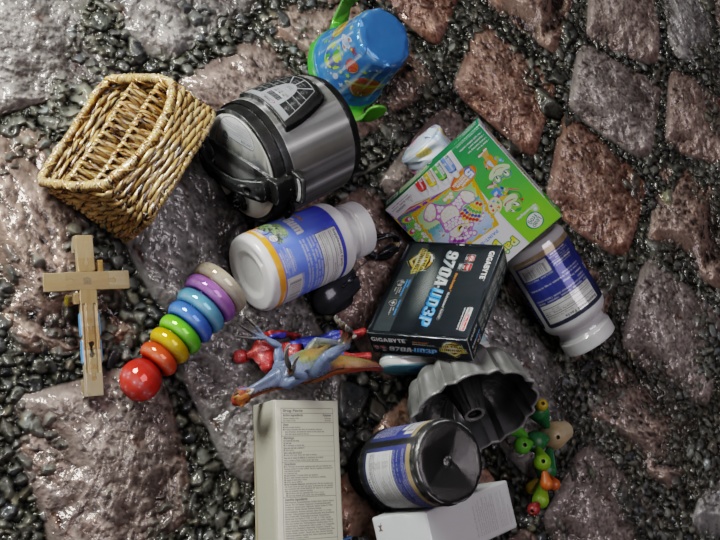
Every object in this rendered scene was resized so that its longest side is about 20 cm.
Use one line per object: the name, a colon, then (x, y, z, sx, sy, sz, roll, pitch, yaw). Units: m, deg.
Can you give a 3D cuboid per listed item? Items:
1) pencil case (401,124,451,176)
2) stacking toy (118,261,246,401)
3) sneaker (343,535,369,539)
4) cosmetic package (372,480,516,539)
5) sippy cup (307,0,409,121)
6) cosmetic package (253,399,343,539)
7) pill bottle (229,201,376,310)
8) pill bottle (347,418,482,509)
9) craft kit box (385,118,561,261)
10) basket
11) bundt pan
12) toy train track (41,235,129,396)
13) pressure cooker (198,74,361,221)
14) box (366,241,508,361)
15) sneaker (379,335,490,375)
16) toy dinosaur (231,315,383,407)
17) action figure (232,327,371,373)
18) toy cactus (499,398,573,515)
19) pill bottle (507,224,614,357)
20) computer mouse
pencil case: (0.156, -0.139, 1.535, 0.200, 0.091, 0.083, 46, 71, -12)
stacking toy: (-0.241, 0.085, 1.243, 0.085, 0.085, 0.200, 46, 64, -13)
sneaker: (0.021, 0.458, 1.301, 0.082, 0.071, 0.202, -20, 85, -28)
cosmetic package: (0.122, 0.356, 1.345, 0.199, 0.101, 0.072, -4, 78, -48)
sippy cup: (0.005, -0.333, 1.471, 0.178, 0.130, 0.140, 51, 57, -9)
cosmetic package: (-0.085, 0.279, 1.283, 0.102, 0.073, 0.203, 6, 73, -30)
pill bottle: (-0.076, -0.029, 1.349, 0.199, 0.112, 0.113, -25, 91, -34)
pill bottle: (0.066, 0.267, 1.303, 0.111, 0.199, 0.113, 8, 73, -29)
craft kit box: (0.174, -0.095, 1.486, 0.197, 0.200, 0.049, 44, 18, -15)
basket: (-0.298, -0.164, 1.229, 0.148, 0.142, 0.201, 37, 61, -19)
bundt pan: (0.157, 0.182, 1.401, 0.200, 0.203, 0.076, 12, 40, -29)
toy train track: (-0.349, 0.058, 1.207, 0.114, 0.032, 0.203, -1, 83, -39)
pressure cooker: (-0.118, -0.163, 1.322, 0.199, 0.175, 0.180, -29, 94, -33)
box: (0.116, 0.041, 1.403, 0.201, 0.157, 0.046, -62, 144, -40)
sneaker: (0.102, 0.086, 1.453, 0.198, 0.079, 0.132, -4, 75, -35)
toy dinosaur: (-0.080, 0.139, 1.270, 0.181, 0.105, 0.200, -43, 111, -5)
action figure: (-0.085, 0.115, 1.343, 0.198, 0.052, 0.066, -1, 72, -27)
toy cactus: (0.282, 0.274, 1.516, 0.164, 0.102, 0.203, -4, 76, -51)
pill bottle: (0.332, 0.035, 1.583, 0.115, 0.115, 0.201, -36, 98, -33)
computer mouse: (0.000, 0.000, 1.435, 0.200, 0.034, 0.059, -43, 100, -33)
